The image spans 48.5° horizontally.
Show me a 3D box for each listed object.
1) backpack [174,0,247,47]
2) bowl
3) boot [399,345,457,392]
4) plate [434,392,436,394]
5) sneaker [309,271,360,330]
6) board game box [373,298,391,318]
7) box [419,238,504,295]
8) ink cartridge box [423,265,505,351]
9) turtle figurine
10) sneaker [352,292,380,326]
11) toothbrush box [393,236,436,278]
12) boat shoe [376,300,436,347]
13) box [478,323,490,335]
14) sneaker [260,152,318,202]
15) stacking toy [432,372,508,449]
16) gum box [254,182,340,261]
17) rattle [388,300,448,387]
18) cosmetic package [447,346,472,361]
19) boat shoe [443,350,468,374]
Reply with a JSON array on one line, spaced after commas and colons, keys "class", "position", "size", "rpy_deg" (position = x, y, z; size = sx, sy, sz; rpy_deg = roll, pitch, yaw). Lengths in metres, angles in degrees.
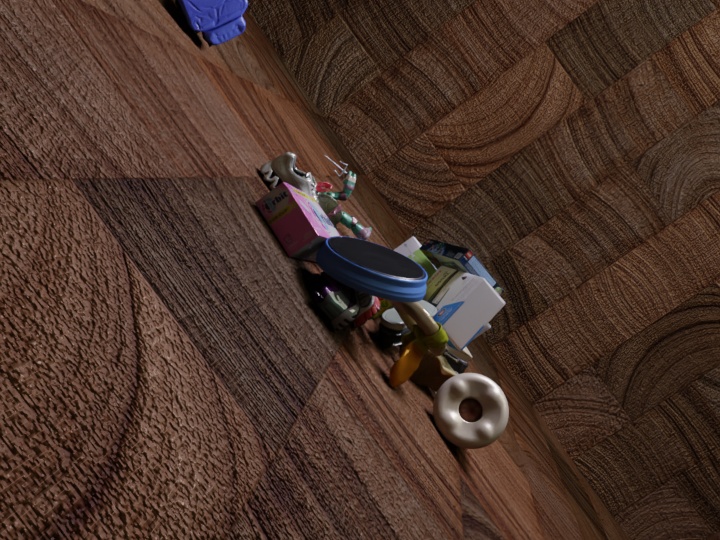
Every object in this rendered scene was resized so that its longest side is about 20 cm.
[{"class": "backpack", "position": [-0.362, -0.637, 1.925], "size": [0.200, 0.162, 0.168], "rpy_deg": [-127, -162, -61]}, {"class": "bowl", "position": [0.023, -0.006, 1.377], "size": [0.200, 0.039, 0.201], "rpy_deg": [18, 16, -5]}, {"class": "boot", "position": [0.121, 0.167, 1.680], "size": [0.200, 0.073, 0.156], "rpy_deg": [36, 15, -44]}, {"class": "plate", "position": [0.201, 0.277, 1.832], "size": [0.200, 0.026, 0.200], "rpy_deg": [51, 9, -12]}, {"class": "sneaker", "position": [-0.047, 0.019, 1.358], "size": [0.088, 0.074, 0.200], "rpy_deg": [46, 12, -19]}, {"class": "board game box", "position": [0.071, 0.050, 1.753], "size": [0.048, 0.102, 0.200], "rpy_deg": [55, 9, 4]}, {"class": "box", "position": [0.229, -0.003, 1.831], "size": [0.137, 0.038, 0.200], "rpy_deg": [47, -9, -22]}, {"class": "ink cartridge box", "position": [0.198, 0.078, 1.747], "size": [0.084, 0.145, 0.200], "rpy_deg": [47, -9, -20]}, {"class": "turtle figurine", "position": [-0.068, -0.134, 1.681], "size": [0.200, 0.149, 0.101], "rpy_deg": [57, 35, -26]}, {"class": "sneaker", "position": [-0.012, 0.022, 1.508], "size": [0.082, 0.078, 0.200], "rpy_deg": [49, 10, -22]}, {"class": "toothbrush box", "position": [0.130, 0.042, 1.953], "size": [0.200, 0.146, 0.086], "rpy_deg": [59, 10, 33]}, {"class": "boat shoe", "position": [0.090, 0.104, 1.616], "size": [0.076, 0.060, 0.200], "rpy_deg": [29, 22, 27]}, {"class": "box", "position": [0.298, 0.114, 2.613], "size": [0.200, 0.131, 0.199], "rpy_deg": [45, 12, -47]}, {"class": "sneaker", "position": [-0.114, -0.145, 1.598], "size": [0.200, 0.081, 0.075], "rpy_deg": [54, 7, -11]}, {"class": "stacking toy", "position": [0.214, 0.296, 1.617], "size": [0.146, 0.146, 0.200], "rpy_deg": [57, -9, 16]}, {"class": "gum box", "position": [-0.103, -0.083, 1.451], "size": [0.114, 0.066, 0.200], "rpy_deg": [57, 9, 10]}, {"class": "rattle", "position": [0.058, 0.101, 1.483], "size": [0.200, 0.143, 0.130], "rpy_deg": [45, 5, 21]}, {"class": "cosmetic package", "position": [0.214, 0.188, 2.085], "size": [0.104, 0.073, 0.200], "rpy_deg": [58, 11, 26]}, {"class": "boat shoe", "position": [0.173, 0.183, 1.814], "size": [0.074, 0.060, 0.200], "rpy_deg": [29, 9, -35]}]
